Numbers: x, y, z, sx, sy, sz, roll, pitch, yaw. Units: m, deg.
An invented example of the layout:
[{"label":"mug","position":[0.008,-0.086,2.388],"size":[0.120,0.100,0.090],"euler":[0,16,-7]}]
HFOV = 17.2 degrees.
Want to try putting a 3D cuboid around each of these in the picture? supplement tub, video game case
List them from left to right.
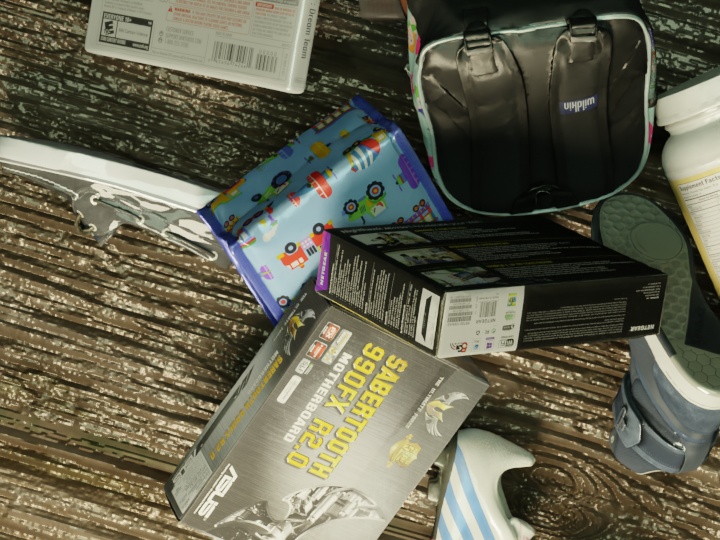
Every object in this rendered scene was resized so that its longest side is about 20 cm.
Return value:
[{"label":"video game case","position":[-0.108,-0.234,1.723],"size":[0.199,0.024,0.183],"euler":[14,96,34]},{"label":"supplement tub","position":[0.303,-0.055,1.709],"size":[0.145,0.145,0.201],"euler":[-23,93,4]}]

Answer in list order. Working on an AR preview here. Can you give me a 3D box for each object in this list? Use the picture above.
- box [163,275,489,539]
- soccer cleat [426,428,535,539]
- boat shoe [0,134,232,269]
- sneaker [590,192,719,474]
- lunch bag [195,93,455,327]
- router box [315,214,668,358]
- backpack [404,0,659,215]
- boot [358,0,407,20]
[{"label":"box","position":[-0.025,0.121,1.737],"size":[0.158,0.048,0.200],"euler":[28,105,-33]},{"label":"soccer cleat","position":[0.083,0.220,1.780],"size":[0.086,0.070,0.201],"euler":[10,95,2]},{"label":"boat shoe","position":[-0.181,-0.049,1.774],"size":[0.199,0.070,0.067],"euler":[16,94,-6]},{"label":"sneaker","position":[0.210,0.055,1.758],"size":[0.077,0.147,0.203],"euler":[-9,53,-16]},{"label":"lunch bag","position":[0.000,0.000,1.752],"size":[0.150,0.094,0.200],"euler":[-36,118,-5]},{"label":"router box","position":[0.092,0.008,1.659],"size":[0.199,0.149,0.051],"euler":[-4,110,-34]},{"label":"backpack","position":[0.122,-0.138,1.699],"size":[0.177,0.151,0.201],"euler":[-8,134,3]},{"label":"boot","position":[0.091,-0.260,1.703],"size":[0.199,0.069,0.189],"euler":[-5,127,4]}]
